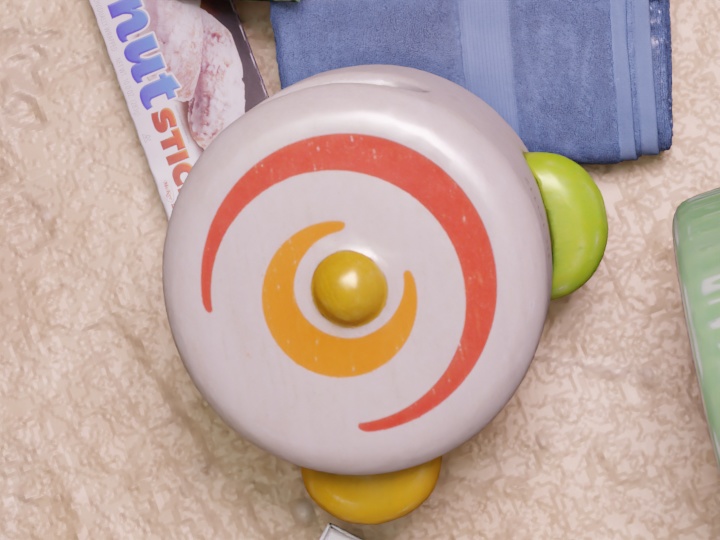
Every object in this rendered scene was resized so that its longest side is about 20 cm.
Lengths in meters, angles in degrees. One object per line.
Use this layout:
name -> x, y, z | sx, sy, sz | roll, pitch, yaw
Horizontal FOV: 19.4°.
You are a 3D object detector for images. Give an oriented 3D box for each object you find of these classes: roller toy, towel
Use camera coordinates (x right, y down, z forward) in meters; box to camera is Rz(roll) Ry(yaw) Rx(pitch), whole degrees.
roller toy -> 0.000, 0.000, 1.002 | 0.182, 0.140, 0.200 | 37, 103, 0
towel -> 0.058, -0.106, 1.069 | 0.198, 0.049, 0.112 | -2, 110, 8

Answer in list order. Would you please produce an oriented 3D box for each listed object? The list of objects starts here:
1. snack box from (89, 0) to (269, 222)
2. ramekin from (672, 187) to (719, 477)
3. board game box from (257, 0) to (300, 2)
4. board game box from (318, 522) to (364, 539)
snack box -> -0.093, -0.109, 1.113 | 0.071, 0.024, 0.201 | -21, 78, 2
ramekin -> 0.208, 0.045, 0.965 | 0.097, 0.200, 0.201 | -13, 79, 12
board game box -> -0.026, -0.227, 1.082 | 0.104, 0.023, 0.201 | 10, 69, 48
board game box -> 0.044, 0.226, 1.032 | 0.199, 0.035, 0.127 | 27, 85, 11
